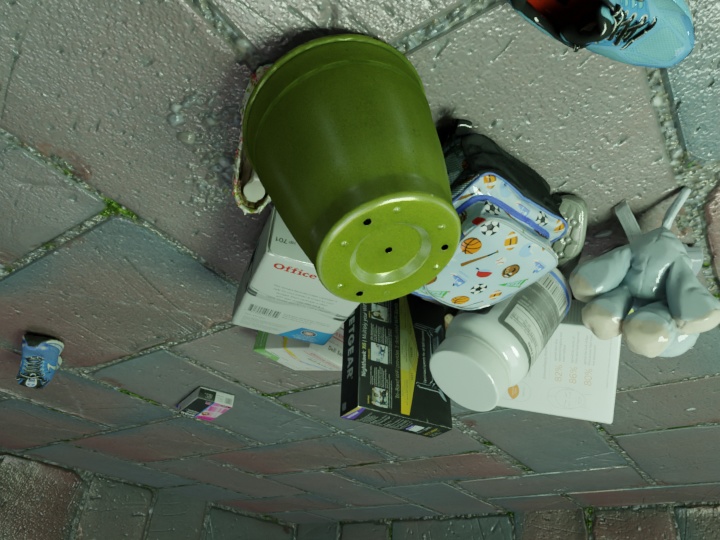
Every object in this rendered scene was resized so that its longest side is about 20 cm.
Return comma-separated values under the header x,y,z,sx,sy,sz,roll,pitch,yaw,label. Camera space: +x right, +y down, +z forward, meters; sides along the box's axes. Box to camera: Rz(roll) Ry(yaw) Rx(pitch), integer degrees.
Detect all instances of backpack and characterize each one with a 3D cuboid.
x,y,z,sx,sy,sz,roll,pitch,yaw,label
0.123,-0.041,0.634,0.199,0.155,0.190,27,136,-30,backpack

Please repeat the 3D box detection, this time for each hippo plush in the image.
x,y,z,sx,sy,sz,roll,pitch,yaw,label
0.367,0.033,0.707,0.158,0.201,0.161,-12,150,24,hippo plush

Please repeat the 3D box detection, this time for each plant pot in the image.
x,y,z,sx,sy,sz,roll,pitch,yaw,label
0.001,-0.080,0.510,0.199,0.194,0.201,-12,141,-10,plant pot

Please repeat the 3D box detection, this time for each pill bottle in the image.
x,y,z,sx,sy,sz,roll,pitch,yaw,label
0.181,0.077,0.694,0.113,0.200,0.114,29,142,26,pill bottle

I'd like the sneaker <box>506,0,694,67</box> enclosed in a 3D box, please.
x,y,z,sx,sy,sz,roll,pitch,yaw,label
0.193,-0.206,0.445,0.199,0.090,0.078,14,146,-17,sneaker

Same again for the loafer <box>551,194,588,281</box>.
x,y,z,sx,sy,sz,roll,pitch,yaw,label
0.268,-0.024,0.743,0.070,0.070,0.201,30,140,23,loafer

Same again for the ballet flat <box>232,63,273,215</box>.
x,y,z,sx,sy,sz,roll,pitch,yaw,label
-0.107,-0.134,0.609,0.075,0.064,0.200,11,145,-10,ballet flat

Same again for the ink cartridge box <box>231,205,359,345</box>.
x,y,z,sx,sy,sz,roll,pitch,yaw,label
-0.079,0.014,0.733,0.146,0.086,0.200,16,143,-17,ink cartridge box

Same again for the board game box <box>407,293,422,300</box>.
x,y,z,sx,sy,sz,roll,pitch,yaw,label
0.000,0.000,0.819,0.197,0.044,0.200,3,146,3,board game box

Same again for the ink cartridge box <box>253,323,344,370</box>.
x,y,z,sx,sy,sz,roll,pitch,yaw,label
-0.085,0.132,0.970,0.199,0.068,0.117,-10,146,42,ink cartridge box

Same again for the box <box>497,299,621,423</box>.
x,y,z,sx,sy,sz,roll,pitch,yaw,label
0.289,0.129,0.835,0.199,0.106,0.153,5,109,22,box

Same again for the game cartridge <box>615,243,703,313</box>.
x,y,z,sx,sy,sz,roll,pitch,yaw,label
0.427,0.031,0.833,0.132,0.041,0.200,0,147,13,game cartridge

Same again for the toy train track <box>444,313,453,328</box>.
x,y,z,sx,sy,sz,roll,pitch,yaw,label
0.171,0.113,0.963,0.032,0.115,0.200,-40,157,-7,toy train track

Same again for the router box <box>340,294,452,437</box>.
x,y,z,sx,sy,sz,roll,pitch,yaw,label
0.053,0.127,0.785,0.156,0.201,0.052,20,142,-24,router box

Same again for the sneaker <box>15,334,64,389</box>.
x,y,z,sx,sy,sz,roll,pitch,yaw,label
-0.689,0.202,1.154,0.078,0.090,0.200,12,146,-15,sneaker

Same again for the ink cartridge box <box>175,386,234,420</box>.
x,y,z,sx,sy,sz,roll,pitch,yaw,label
-0.415,0.358,1.415,0.094,0.037,0.200,23,144,-26,ink cartridge box
